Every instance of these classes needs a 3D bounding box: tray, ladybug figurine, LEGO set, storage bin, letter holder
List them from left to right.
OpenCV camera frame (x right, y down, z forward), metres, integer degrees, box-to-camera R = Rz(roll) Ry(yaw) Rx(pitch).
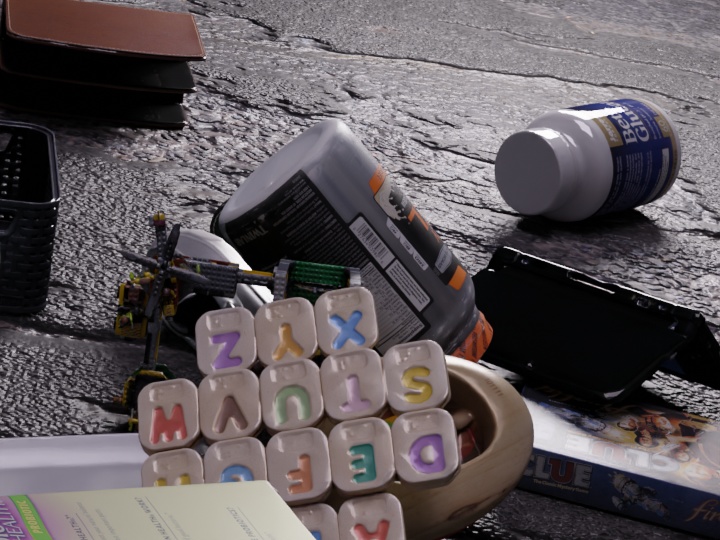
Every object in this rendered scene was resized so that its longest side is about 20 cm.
[{"bbox_3d":[-0.313,-0.049,1.665,0.134,0.095,0.200,6,21,-13],"label":"storage bin"},{"bbox_3d":[-0.191,0.138,1.322,0.198,0.022,0.107,0,22,-27],"label":"tray"},{"bbox_3d":[-0.262,-0.200,2.097,0.198,0.101,0.142,5,22,-14],"label":"letter holder"},{"bbox_3d":[-0.077,0.055,1.414,0.198,0.155,0.116,15,6,-2],"label":"LEGO set"},{"bbox_3d":[0.023,0.125,1.359,0.199,0.072,0.136,-17,53,-34],"label":"ladybug figurine"}]

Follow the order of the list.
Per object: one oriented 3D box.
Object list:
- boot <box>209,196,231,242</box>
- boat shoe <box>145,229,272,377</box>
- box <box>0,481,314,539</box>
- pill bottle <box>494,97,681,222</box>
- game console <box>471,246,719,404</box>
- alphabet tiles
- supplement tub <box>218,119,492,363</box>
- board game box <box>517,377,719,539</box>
[{"bbox_3d":[-0.058,-0.005,1.692,0.202,0.074,0.153,22,18,20],"label":"boot"},{"bbox_3d":[-0.120,0.029,1.602,0.068,0.073,0.200,-3,33,-39],"label":"boat shoe"},{"bbox_3d":[-0.109,0.195,1.076,0.198,0.098,0.176,0,22,-29],"label":"box"},{"bbox_3d":[0.223,-0.108,2.077,0.111,0.112,0.199,25,24,35],"label":"pill bottle"},{"bbox_3d":[0.171,0.067,1.648,0.199,0.117,0.176,20,-18,37],"label":"game console"},{"bbox_3d":[-0.040,0.100,1.298,0.198,0.015,0.197,-9,58,4],"label":"alphabet tiles"},{"bbox_3d":[0.000,0.000,1.533,0.200,0.122,0.123,50,14,-14],"label":"supplement tub"},{"bbox_3d":[0.205,0.136,1.513,0.198,0.035,0.136,14,20,8],"label":"board game box"}]
